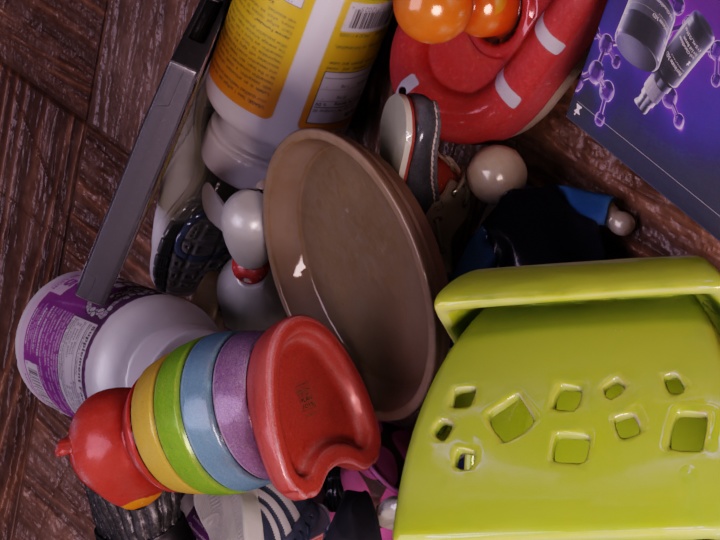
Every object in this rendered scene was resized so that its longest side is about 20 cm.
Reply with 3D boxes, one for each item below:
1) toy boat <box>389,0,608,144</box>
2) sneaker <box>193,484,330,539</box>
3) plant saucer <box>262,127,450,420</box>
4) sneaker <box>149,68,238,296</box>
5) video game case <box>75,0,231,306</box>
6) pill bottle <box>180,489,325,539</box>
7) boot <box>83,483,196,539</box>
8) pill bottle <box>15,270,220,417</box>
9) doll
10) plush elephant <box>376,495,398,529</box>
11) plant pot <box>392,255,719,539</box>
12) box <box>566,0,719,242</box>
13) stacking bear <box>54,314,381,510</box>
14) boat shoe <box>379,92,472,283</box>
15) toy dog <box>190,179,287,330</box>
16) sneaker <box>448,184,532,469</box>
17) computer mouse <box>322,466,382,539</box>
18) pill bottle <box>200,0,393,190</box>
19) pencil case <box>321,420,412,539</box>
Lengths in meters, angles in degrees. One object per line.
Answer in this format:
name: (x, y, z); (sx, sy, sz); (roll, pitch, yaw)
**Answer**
toy boat: (0.076, -0.170, 1.606); (0.200, 0.130, 0.131); (-54, 52, 39)
sneaker: (-0.059, 0.186, 1.686); (0.075, 0.084, 0.200); (-60, 20, 26)
plant saucer: (0.000, 0.000, 1.630); (0.200, 0.029, 0.201); (39, 140, 43)
sneaker: (-0.121, -0.075, 1.934); (0.087, 0.074, 0.201); (45, 120, 55)
video game case: (-0.146, -0.098, 1.804); (0.181, 0.025, 0.200); (-74, 8, -62)
pill bottle: (-0.088, 0.174, 1.862); (0.200, 0.112, 0.113); (-56, 51, 38)
boot: (-0.124, 0.212, 1.768); (0.211, 0.079, 0.158); (9, 106, 45)
pill bottle: (-0.164, 0.067, 1.812); (0.200, 0.112, 0.113); (16, 105, 57)
doll: (0.118, 0.008, 1.593); (0.048, 0.136, 0.201); (64, -179, -72)
plush elephant: (0.087, 0.213, 1.598); (0.200, 0.164, 0.155); (-101, 5, -49)
plant pot: (0.142, 0.103, 1.436); (0.198, 0.200, 0.182); (-5, 62, 18)
box: (0.226, -0.103, 1.462); (0.200, 0.079, 0.142); (44, 128, 42)
stacking bear: (-0.107, 0.103, 1.644); (0.199, 0.121, 0.114); (-16, 93, 32)
boat shoe: (0.043, -0.047, 1.655); (0.200, 0.062, 0.071); (93, 174, -52)
toy dog: (-0.065, -0.013, 1.813); (0.200, 0.132, 0.097); (-42, 24, 59)
sneaker: (0.083, 0.042, 1.650); (0.075, 0.088, 0.201); (12, 101, 53)
computer mouse: (-0.017, 0.157, 1.644); (0.200, 0.034, 0.059); (-117, 26, -68)
pill bottle: (-0.046, -0.157, 1.782); (0.111, 0.111, 0.200); (49, 129, 38)
pencil case: (0.005, 0.205, 1.769); (0.091, 0.093, 0.200); (-68, 0, -60)
